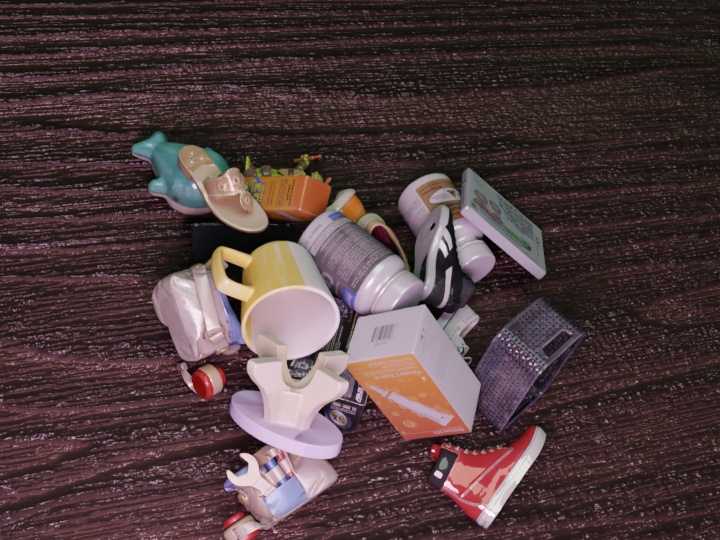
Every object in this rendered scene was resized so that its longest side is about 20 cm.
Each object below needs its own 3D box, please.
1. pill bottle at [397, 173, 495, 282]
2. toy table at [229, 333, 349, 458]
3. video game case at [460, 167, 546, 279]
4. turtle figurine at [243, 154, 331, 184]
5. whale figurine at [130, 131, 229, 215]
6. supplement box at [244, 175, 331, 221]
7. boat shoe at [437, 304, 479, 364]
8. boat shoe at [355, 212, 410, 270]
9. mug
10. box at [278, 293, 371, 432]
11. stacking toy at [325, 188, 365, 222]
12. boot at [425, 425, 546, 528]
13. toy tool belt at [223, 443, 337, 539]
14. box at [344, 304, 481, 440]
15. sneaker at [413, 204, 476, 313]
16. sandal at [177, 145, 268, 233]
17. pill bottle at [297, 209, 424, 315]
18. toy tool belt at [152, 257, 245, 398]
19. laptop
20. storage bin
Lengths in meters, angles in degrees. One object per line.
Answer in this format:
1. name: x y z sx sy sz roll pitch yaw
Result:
1. pill bottle: 0.162 -0.074 1.782 0.114 0.114 0.200 -15 57 -26
2. toy table: -0.100 0.176 1.379 0.200 0.117 0.184 21 14 30
3. video game case: 0.267 -0.091 1.802 0.200 0.024 0.182 39 27 -13
4. turtle figurine: -0.139 -0.179 1.816 0.161 0.065 0.200 8 28 -6
5. whale figurine: -0.323 -0.192 1.743 0.200 0.104 0.159 41 52 15
6. supplement box: -0.147 -0.125 1.684 0.069 0.200 0.067 20 77 -44
7. boat shoe: 0.154 0.131 1.645 0.086 0.075 0.202 33 40 8
8. boat shoe: 0.048 -0.001 1.651 0.074 0.200 0.066 -30 19 -8
9. mug: -0.126 0.021 1.478 0.149 0.187 0.153 -23 42 5
10. box: -0.059 0.140 1.559 0.163 0.086 0.200 16 48 -2
11. stacking toy: 0.005 -0.035 1.714 0.200 0.146 0.146 39 50 -3
12. boot: 0.195 0.290 1.523 0.144 0.072 0.200 35 54 15
13. toy tool belt: -0.138 0.298 1.374 0.200 0.125 0.123 -26 76 -41
14. box: 0.084 0.161 1.490 0.124 0.200 0.098 -13 40 31
15. sneaker: 0.154 -0.011 1.678 0.112 0.073 0.200 30 54 -21
16. sandal: -0.234 -0.153 1.625 0.078 0.070 0.212 -33 67 -34
17. pill bottle: 0.000 0.000 1.563 0.200 0.114 0.114 38 51 23
18. toy tool belt: -0.227 0.084 1.492 0.123 0.125 0.200 -25 97 -36
19. laptop: -0.207 -0.033 1.654 0.177 0.200 0.104 0 93 -17
20. storage bin: 0.261 0.154 1.564 0.094 0.200 0.135 42 53 19
